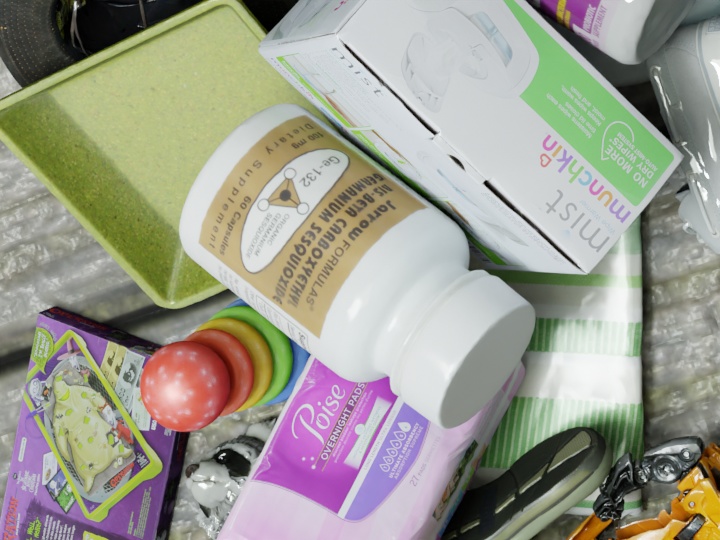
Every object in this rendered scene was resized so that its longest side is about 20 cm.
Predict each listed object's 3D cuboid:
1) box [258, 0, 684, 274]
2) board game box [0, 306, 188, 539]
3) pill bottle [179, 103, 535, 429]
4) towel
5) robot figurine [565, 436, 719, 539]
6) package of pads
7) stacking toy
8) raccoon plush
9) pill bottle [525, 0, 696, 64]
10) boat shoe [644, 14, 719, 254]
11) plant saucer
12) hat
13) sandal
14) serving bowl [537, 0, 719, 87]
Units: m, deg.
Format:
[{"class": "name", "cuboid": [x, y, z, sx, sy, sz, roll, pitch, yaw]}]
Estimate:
[{"class": "box", "cuboid": [0.058, -0.095, 1.636, 0.200, 0.176, 0.097, 43, 79, -12]}, {"class": "board game box", "cuboid": [-0.181, 0.137, 1.931, 0.120, 0.032, 0.201, 18, 109, 16]}, {"class": "pill bottle", "cuboid": [0.000, 0.000, 1.677, 0.200, 0.114, 0.115, 38, 115, 22]}, {"class": "towel", "cuboid": [0.106, 0.053, 1.779, 0.152, 0.023, 0.201, 3, 102, 24]}, {"class": "robot figurine", "cuboid": [0.187, 0.187, 1.745, 0.145, 0.058, 0.200, 41, 117, -1]}, {"class": "package of pads", "cuboid": [0.005, 0.115, 1.740, 0.120, 0.076, 0.201, 24, 80, 17]}, {"class": "stacking toy", "cuboid": [-0.074, 0.057, 1.763, 0.085, 0.200, 0.086, 6, 105, 24]}, {"class": "raccoon plush", "cuboid": [-0.043, 0.195, 1.869, 0.096, 0.134, 0.200, -28, 123, 15]}, {"class": "pill bottle", "cuboid": [0.099, -0.210, 1.593, 0.200, 0.112, 0.113, 34, 114, 15]}, {"class": "boat shoe", "cuboid": [0.216, -0.049, 1.664, 0.068, 0.072, 0.201, -10, 113, 31]}, {"class": "plant saucer", "cuboid": [-0.099, -0.083, 1.788, 0.199, 0.048, 0.200, -22, 127, 28]}, {"class": "hat", "cuboid": [-0.130, -0.174, 1.795, 0.199, 0.081, 0.201, 5, 134, 5]}, {"class": "sandal", "cuboid": [0.087, 0.167, 1.764, 0.057, 0.080, 0.201, 40, 129, -22]}, {"class": "serving bowl", "cuboid": [0.130, -0.202, 1.681, 0.199, 0.066, 0.201, 6, 105, 25]}]
